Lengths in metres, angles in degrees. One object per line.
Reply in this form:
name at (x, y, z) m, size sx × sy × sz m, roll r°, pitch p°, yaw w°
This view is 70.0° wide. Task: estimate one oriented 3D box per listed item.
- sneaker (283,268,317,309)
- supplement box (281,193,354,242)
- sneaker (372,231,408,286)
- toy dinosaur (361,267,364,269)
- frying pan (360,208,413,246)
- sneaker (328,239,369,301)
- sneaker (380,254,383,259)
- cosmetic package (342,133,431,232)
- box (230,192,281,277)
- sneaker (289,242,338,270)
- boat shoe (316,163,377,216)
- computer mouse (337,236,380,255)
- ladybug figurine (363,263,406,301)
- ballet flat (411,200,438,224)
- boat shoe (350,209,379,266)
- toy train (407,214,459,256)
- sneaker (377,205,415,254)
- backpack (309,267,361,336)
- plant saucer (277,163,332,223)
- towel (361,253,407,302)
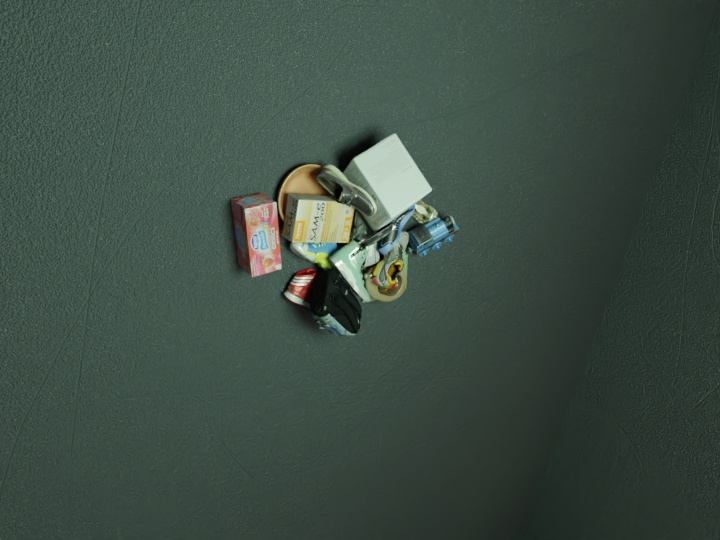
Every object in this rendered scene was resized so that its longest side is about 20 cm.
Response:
sneaker at (-0.140, 0.066, 1.634) m, size 0.199 × 0.078 × 0.117 m, roll 24°, pitch 97°, yaw -44°
supplement box at (-0.120, -0.150, 1.496) m, size 0.198 × 0.073 × 0.128 m, roll -3°, pitch 113°, yaw -37°
sneaker at (0.116, -0.035, 1.670) m, size 0.078 × 0.082 × 0.202 m, roll 37°, pitch 69°, yaw -39°
toy dinosaur at (-0.031, 0.003, 1.671) m, size 0.199 × 0.047 × 0.089 m, roll 7°, pitch 99°, yaw -62°
frying pan at (0.077, -0.124, 1.589) m, size 0.189 × 0.115 × 0.031 m, roll -33°, pitch 95°, yaw -30°
sneaker at (0.000, 0.000, 1.595) m, size 0.118 × 0.074 × 0.201 m, roll -43°, pitch 122°, yaw -12°
sneaker at (0.100, -0.120, 1.734) m, size 0.081 × 0.073 × 0.203 m, roll -19°, pitch 122°, yaw -29°
cosmetic package at (0.071, -0.257, 1.526) m, size 0.166 × 0.167 × 0.201 m, roll -35°, pitch 91°, yaw -20°
box at (-0.287, -0.099, 1.420) m, size 0.094 × 0.102 × 0.203 m, roll -17°, pitch 122°, yaw -30°
sneaker at (-0.135, -0.075, 1.577) m, size 0.200 × 0.075 × 0.106 m, roll 34°, pitch 79°, yaw -55°
boat shoe at (-0.043, -0.218, 1.459) m, size 0.065 × 0.200 × 0.072 m, roll -48°, pitch 180°, yaw -37°
computer mouse at (-0.012, -0.075, 1.700) m, size 0.199 × 0.034 × 0.059 m, roll 25°, pitch 78°, yaw -36°
ladybug figurine at (0.076, 0.034, 1.759) m, size 0.199 × 0.072 × 0.137 m, roll 22°, pitch 97°, yaw -44°
ballet flat at (0.218, -0.201, 1.795) m, size 0.199 × 0.064 × 0.076 m, roll 19°, pitch 100°, yaw -43°
boat shoe at (-0.001, -0.107, 1.649) m, size 0.085 × 0.074 × 0.205 m, roll -23°, pitch 114°, yaw -31°
toy train at (0.254, -0.126, 1.808) m, size 0.198 × 0.087 × 0.115 m, roll -29°, pitch 159°, yaw -7°
sneaker at (0.098, -0.153, 1.649) m, size 0.078 × 0.070 × 0.202 m, roll 36°, pitch 76°, yaw -27°
backpack at (-0.072, 0.118, 1.587) m, size 0.199 × 0.153 × 0.165 m, roll 37°, pitch 47°, yaw -34°
plant saucer at (-0.159, -0.214, 1.509) m, size 0.198 × 0.037 × 0.203 m, roll -18°, pitch 122°, yaw -31°
towel at (0.087, 0.025, 1.830) m, size 0.198 × 0.023 × 0.155 m, roll -19°, pitch 122°, yaw -32°
